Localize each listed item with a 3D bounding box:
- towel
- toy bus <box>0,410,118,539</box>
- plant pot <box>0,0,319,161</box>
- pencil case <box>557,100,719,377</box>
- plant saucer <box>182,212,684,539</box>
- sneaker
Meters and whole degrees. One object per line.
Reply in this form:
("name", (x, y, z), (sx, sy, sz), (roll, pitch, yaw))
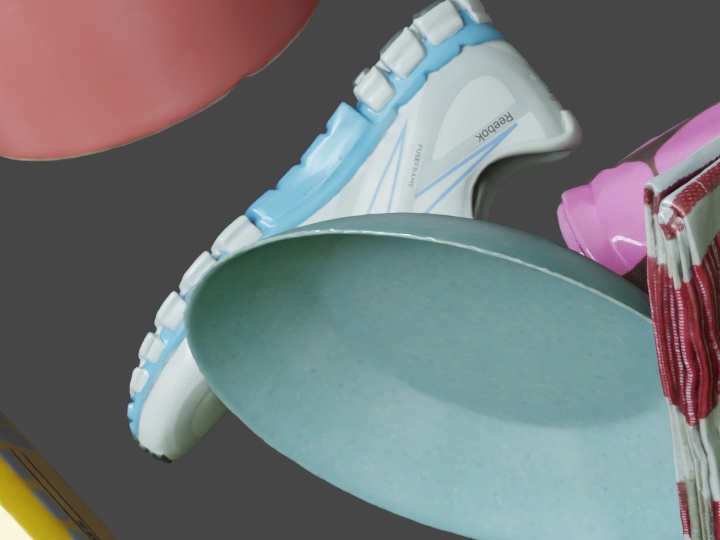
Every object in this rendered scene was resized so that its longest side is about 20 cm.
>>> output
("towel", (0.151, 0.034, 0.932), (0.023, 0.144, 0.201), (18, 130, 43))
("toy bus", (-0.129, 0.104, 1.060), (0.065, 0.078, 0.200), (-45, 75, 4))
("plant pot", (-0.109, -0.149, 1.017), (0.200, 0.201, 0.178), (-20, 120, 10))
("pencil case", (0.171, -0.032, 1.007), (0.199, 0.091, 0.094), (-28, 107, 10))
("plant saucer", (0.042, 0.030, 0.982), (0.200, 0.201, 0.039), (11, 61, 15))
("sneaker", (0.000, 0.000, 1.049), (0.087, 0.075, 0.200), (42, 94, 9))
